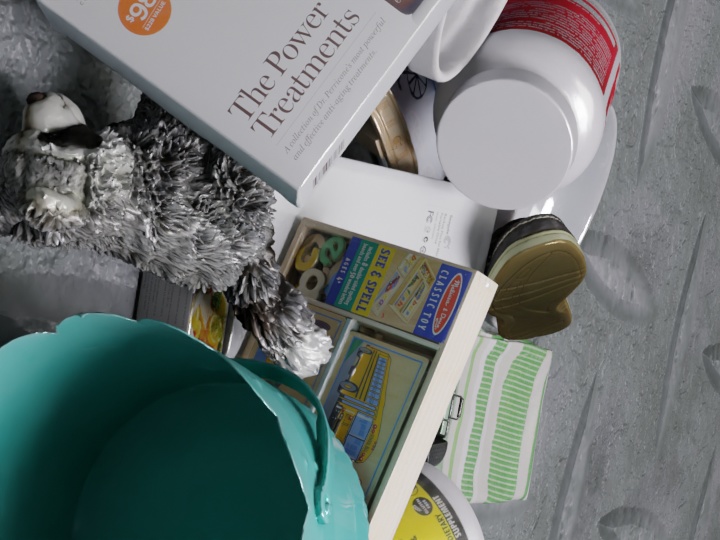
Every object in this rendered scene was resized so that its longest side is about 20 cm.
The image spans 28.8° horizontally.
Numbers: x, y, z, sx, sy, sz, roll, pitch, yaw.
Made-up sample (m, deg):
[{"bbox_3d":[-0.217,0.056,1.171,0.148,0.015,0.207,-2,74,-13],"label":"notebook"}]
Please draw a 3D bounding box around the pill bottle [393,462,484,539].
[{"bbox_3d":[-0.026,0.201,0.869,0.200,0.112,0.113,-21,117,-35],"label":"pill bottle"}]

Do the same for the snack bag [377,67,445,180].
[{"bbox_3d":[0.054,-0.156,1.037,0.200,0.021,0.189,-55,141,-38],"label":"snack bag"}]

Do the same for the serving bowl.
[{"bbox_3d":[0.129,-0.055,1.124,0.200,0.066,0.200,-47,153,-33],"label":"serving bowl"}]

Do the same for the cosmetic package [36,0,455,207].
[{"bbox_3d":[-0.030,-0.155,0.660,0.200,0.151,0.052,-54,176,-7],"label":"cosmetic package"}]

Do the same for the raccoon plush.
[{"bbox_3d":[-0.096,-0.006,0.693,0.200,0.097,0.134,52,47,-6],"label":"raccoon plush"}]

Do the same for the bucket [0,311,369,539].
[{"bbox_3d":[-0.098,0.127,0.677,0.135,0.206,0.208,36,66,-67],"label":"bucket"}]

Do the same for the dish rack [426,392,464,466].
[{"bbox_3d":[0.025,0.051,0.986,0.153,0.054,0.201,1,101,-57],"label":"dish rack"}]

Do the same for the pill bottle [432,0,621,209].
[{"bbox_3d":[0.110,-0.116,0.933,0.200,0.112,0.113,-59,147,-61],"label":"pill bottle"}]

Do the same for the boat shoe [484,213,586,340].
[{"bbox_3d":[0.114,-0.004,0.975,0.201,0.071,0.066,67,8,-71],"label":"boat shoe"}]

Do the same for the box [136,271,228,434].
[{"bbox_3d":[-0.096,-0.007,0.798,0.039,0.041,0.201,9,89,-61],"label":"box"}]

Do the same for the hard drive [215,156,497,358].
[{"bbox_3d":[0.000,0.000,0.876,0.200,0.026,0.132,9,95,-42],"label":"hard drive"}]

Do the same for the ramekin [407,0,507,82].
[{"bbox_3d":[0.042,-0.219,0.800,0.201,0.105,0.200,-61,169,-21],"label":"ramekin"}]

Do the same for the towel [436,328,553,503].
[{"bbox_3d":[0.110,0.126,1.203,0.200,0.023,0.153,16,84,-60],"label":"towel"}]

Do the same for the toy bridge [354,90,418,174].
[{"bbox_3d":[0.007,-0.097,0.923,0.027,0.067,0.200,-33,133,-14],"label":"toy bridge"}]

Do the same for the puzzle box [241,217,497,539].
[{"bbox_3d":[-0.018,0.078,0.771,0.025,0.133,0.201,31,79,-50],"label":"puzzle box"}]
